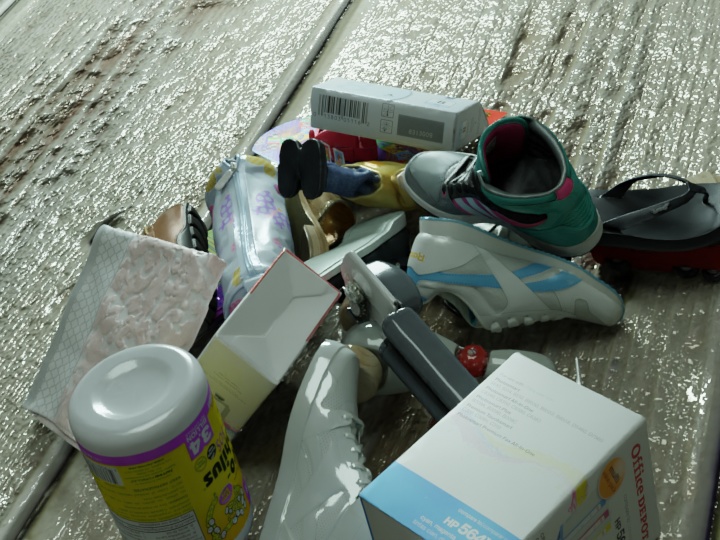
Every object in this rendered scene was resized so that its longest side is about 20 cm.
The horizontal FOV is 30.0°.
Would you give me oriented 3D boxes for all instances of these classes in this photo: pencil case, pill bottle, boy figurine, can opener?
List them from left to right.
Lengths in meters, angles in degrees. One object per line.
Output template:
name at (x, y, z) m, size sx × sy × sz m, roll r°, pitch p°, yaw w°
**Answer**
pill bottle at (-0.141, 0.161, 1.017) m, size 0.103 × 0.201 × 0.105 m, roll -9°, pitch 37°, yaw 7°
pencil case at (-0.101, -0.024, 1.293) m, size 0.082 × 0.091 × 0.201 m, roll -6°, pitch 42°, yaw -8°
boy figurine at (0.020, -0.091, 1.318) m, size 0.198 × 0.065 × 0.124 m, roll 0°, pitch 4°, yaw -37°
can opener at (0.044, 0.052, 1.078) m, size 0.066 × 0.053 × 0.200 m, roll -20°, pitch 49°, yaw -21°

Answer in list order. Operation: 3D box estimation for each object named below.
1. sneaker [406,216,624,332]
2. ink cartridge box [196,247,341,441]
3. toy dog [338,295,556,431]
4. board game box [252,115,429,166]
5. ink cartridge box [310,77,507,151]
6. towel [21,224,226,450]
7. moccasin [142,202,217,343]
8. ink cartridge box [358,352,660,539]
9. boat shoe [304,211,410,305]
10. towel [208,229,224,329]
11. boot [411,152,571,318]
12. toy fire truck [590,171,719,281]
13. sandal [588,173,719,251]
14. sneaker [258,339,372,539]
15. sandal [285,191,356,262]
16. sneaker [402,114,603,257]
sneaker at (0.134, 0.018, 1.173) m, size 0.198 × 0.082 × 0.076 m, roll 18°, pitch -3°, yaw -9°
ink cartridge box at (-0.104, 0.084, 1.158) m, size 0.067 × 0.200 × 0.117 m, roll 38°, pitch 51°, yaw -2°
toy dog at (0.058, 0.095, 1.142) m, size 0.199 × 0.097 × 0.132 m, roll 28°, pitch 51°, yaw 24°
board game box at (-0.019, -0.151, 1.468) m, size 0.157 × 0.039 × 0.199 m, roll -24°, pitch 36°, yaw -33°
ink cartridge box at (0.057, -0.178, 1.424) m, size 0.158 × 0.048 × 0.200 m, roll 12°, pitch 22°, yaw 20°
towel at (-0.216, 0.063, 1.204) m, size 0.190 × 0.032 × 0.202 m, roll 16°, pitch 81°, yaw 48°
moccasin at (-0.186, 0.008, 1.298) m, size 0.077 × 0.074 × 0.202 m, roll -26°, pitch 40°, yaw 8°
ink cartridge box at (0.120, 0.168, 0.971) m, size 0.200 × 0.129 × 0.125 m, roll -38°, pitch 43°, yaw -26°
boat shoe at (0.000, 0.000, 1.233) m, size 0.075 × 0.061 × 0.200 m, roll -11°, pitch 13°, yaw 33°
towel at (-0.184, 0.028, 1.349) m, size 0.199 × 0.023 × 0.143 m, roll -34°, pitch 40°, yaw -23°
boot at (0.104, -0.041, 1.283) m, size 0.129 × 0.068 × 0.200 m, roll -18°, pitch 39°, yaw -13°
toy fire truck at (0.323, -0.054, 1.244) m, size 0.198 × 0.049 × 0.141 m, roll 7°, pitch 42°, yaw 29°
sandal at (0.241, -0.054, 1.193) m, size 0.198 × 0.043 × 0.077 m, roll -3°, pitch 41°, yaw 13°
sneaker at (-0.002, 0.159, 1.039) m, size 0.114 × 0.074 × 0.202 m, roll 8°, pitch 76°, yaw 23°
sandal at (-0.037, -0.042, 1.356) m, size 0.069 × 0.078 × 0.212 m, roll 5°, pitch 29°, yaw -15°
sneaker at (0.110, -0.086, 1.170) m, size 0.198 × 0.121 × 0.084 m, roll 20°, pitch 66°, yaw 30°
